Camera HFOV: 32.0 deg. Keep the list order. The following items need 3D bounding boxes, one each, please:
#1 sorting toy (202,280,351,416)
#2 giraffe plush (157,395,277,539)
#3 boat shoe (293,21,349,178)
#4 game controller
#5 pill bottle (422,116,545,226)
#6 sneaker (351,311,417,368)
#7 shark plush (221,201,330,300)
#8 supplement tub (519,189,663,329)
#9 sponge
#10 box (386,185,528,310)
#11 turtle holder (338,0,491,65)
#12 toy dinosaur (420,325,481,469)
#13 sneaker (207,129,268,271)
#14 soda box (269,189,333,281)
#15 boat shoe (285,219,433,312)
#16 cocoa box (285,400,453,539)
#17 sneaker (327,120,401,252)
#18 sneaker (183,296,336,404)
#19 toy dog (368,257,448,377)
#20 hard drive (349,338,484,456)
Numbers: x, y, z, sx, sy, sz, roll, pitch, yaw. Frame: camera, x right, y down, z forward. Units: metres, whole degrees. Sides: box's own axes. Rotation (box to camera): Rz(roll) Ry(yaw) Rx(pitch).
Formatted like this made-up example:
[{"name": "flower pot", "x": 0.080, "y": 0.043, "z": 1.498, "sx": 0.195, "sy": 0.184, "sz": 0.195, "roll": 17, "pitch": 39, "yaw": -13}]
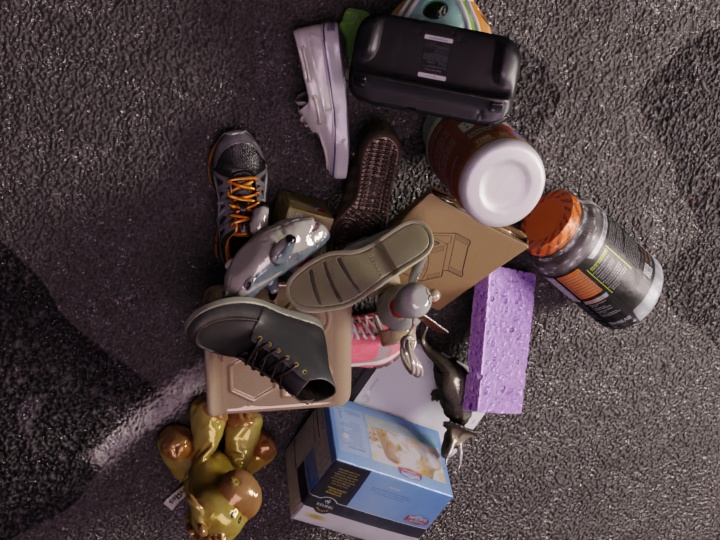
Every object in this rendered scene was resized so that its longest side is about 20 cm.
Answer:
[{"name": "sorting toy", "x": -0.108, "y": 0.097, "z": 1.646, "sx": 0.197, "sy": 0.037, "sz": 0.188, "roll": -5, "pitch": 115, "yaw": -13}, {"name": "giraffe plush", "x": -0.196, "y": 0.299, "z": 1.718, "sx": 0.171, "sy": 0.163, "sz": 0.202, "roll": 24, "pitch": 106, "yaw": -26}, {"name": "boat shoe", "x": -0.050, "y": -0.209, "z": 1.569, "sx": 0.065, "sy": 0.072, "sz": 0.202, "roll": -4, "pitch": 123, "yaw": 1}, {"name": "game controller", "x": 0.086, "y": -0.234, "z": 1.462, "sx": 0.197, "sy": 0.042, "sz": 0.106, "roll": 12, "pitch": 89, "yaw": 7}, {"name": "pill bottle", "x": 0.147, "y": -0.144, "z": 1.583, "sx": 0.110, "sy": 0.200, "sz": 0.114, "roll": -7, "pitch": 118, "yaw": -14}, {"name": "sneaker", "x": -0.013, "y": 0.094, "z": 1.708, "sx": 0.197, "sy": 0.074, "sz": 0.087, "roll": -21, "pitch": 149, "yaw": -6}, {"name": "shark plush", "x": -0.120, "y": 0.015, "z": 1.558, "sx": 0.083, "sy": 0.090, "sz": 0.202, "roll": 33, "pitch": 88, "yaw": -47}, {"name": "supplement tub", "x": 0.319, "y": -0.017, "z": 1.744, "sx": 0.199, "sy": 0.123, "sz": 0.123, "roll": 38, "pitch": 101, "yaw": -29}, {"name": "sponge", "x": 0.194, "y": 0.098, "z": 1.749, "sx": 0.111, "sy": 0.030, "sz": 0.204, "roll": 7, "pitch": 87, "yaw": -47}, {"name": "box", "x": 0.099, "y": -0.025, "z": 1.669, "sx": 0.162, "sy": 0.022, "sz": 0.200, "roll": 25, "pitch": 141, "yaw": -24}, {"name": "turtle holder", "x": 0.079, "y": -0.276, "z": 1.550, "sx": 0.140, "sy": 0.184, "sz": 0.134, "roll": -9, "pitch": 107, "yaw": -51}, {"name": "toy dinosaur", "x": 0.132, "y": 0.165, "z": 1.759, "sx": 0.076, "sy": 0.103, "sz": 0.203, "roll": -13, "pitch": 120, "yaw": -11}, {"name": "sneaker", "x": -0.150, "y": -0.080, "z": 1.596, "sx": 0.077, "sy": 0.077, "sz": 0.203, "roll": -7, "pitch": 116, "yaw": -11}, {"name": "soda box", "x": -0.103, "y": 0.002, "z": 1.658, "sx": 0.067, "sy": 0.064, "sz": 0.202, "roll": 13, "pitch": 110, "yaw": -22}, {"name": "boat shoe", "x": 0.000, "y": 0.000, "z": 1.586, "sx": 0.198, "sy": 0.068, "sz": 0.076, "roll": -23, "pitch": 86, "yaw": -4}, {"name": "cocoa box", "x": 0.010, "y": 0.288, "z": 1.781, "sx": 0.198, "sy": 0.134, "sz": 0.132, "roll": 21, "pitch": 122, "yaw": -24}, {"name": "sneaker", "x": 0.009, "y": -0.100, "z": 1.636, "sx": 0.069, "sy": 0.076, "sz": 0.202, "roll": 17, "pitch": 118, "yaw": -10}, {"name": "sneaker", "x": -0.116, "y": 0.099, "z": 1.535, "sx": 0.198, "sy": 0.107, "sz": 0.075, "roll": 9, "pitch": 132, "yaw": -34}, {"name": "toy dog", "x": 0.075, "y": 0.045, "z": 1.624, "sx": 0.095, "sy": 0.200, "sz": 0.134, "roll": -15, "pitch": 108, "yaw": -12}, {"name": "hard drive", "x": 0.094, "y": 0.180, "z": 1.829, "sx": 0.199, "sy": 0.026, "sz": 0.133, "roll": 29, "pitch": 104, "yaw": -28}]
